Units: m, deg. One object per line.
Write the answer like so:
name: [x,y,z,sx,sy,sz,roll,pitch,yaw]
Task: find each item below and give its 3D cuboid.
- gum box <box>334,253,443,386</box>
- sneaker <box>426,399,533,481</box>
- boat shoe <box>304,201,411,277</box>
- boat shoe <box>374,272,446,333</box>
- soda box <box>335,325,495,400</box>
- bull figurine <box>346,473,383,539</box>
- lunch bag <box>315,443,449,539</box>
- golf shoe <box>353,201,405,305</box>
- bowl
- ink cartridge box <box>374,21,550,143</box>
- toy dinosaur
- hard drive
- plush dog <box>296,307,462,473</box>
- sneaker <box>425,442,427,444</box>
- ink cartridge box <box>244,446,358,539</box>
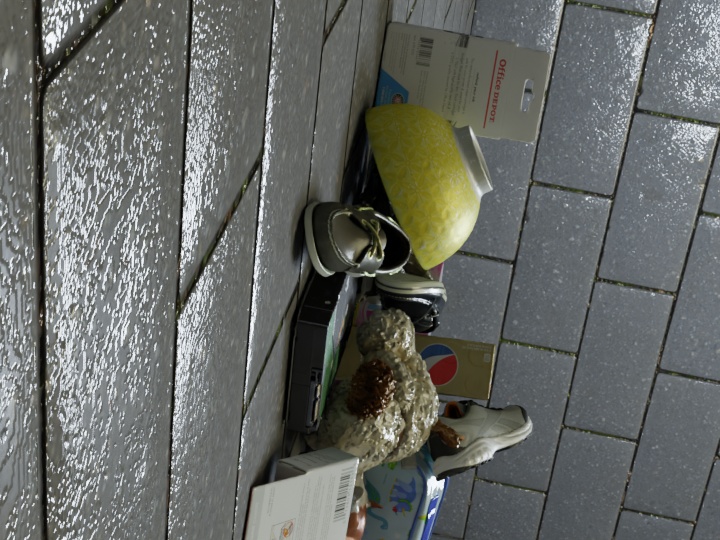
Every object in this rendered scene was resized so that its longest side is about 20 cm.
gum box: [0.033,0.074,1.824,0.066,0.112,0.201,92,10,-56]
sneaker: [0.141,0.183,1.697,0.200,0.074,0.080,-14,81,-57]
boat shoe: [-0.002,-0.030,1.390,0.202,0.060,0.073,15,70,-73]
boat shoe: [0.059,0.038,1.648,0.200,0.074,0.063,34,69,-76]
soda box: [0.059,0.109,1.712,0.064,0.198,0.068,43,55,-84]
bull figurine: [-0.039,0.293,1.583,0.201,0.065,0.122,-57,160,-27]
lunch bag: [0.015,0.285,1.717,0.082,0.160,0.202,-20,129,-59]
golf shoe: [0.000,0.000,1.671,0.088,0.077,0.200,-59,162,-20]
bowl: [0.091,-0.111,1.663,0.200,0.107,0.202,-20,90,-80]
ink cartridge box: [0.124,-0.228,1.743,0.067,0.198,0.117,-57,158,-77]
toy dinosaur: [0.024,-0.071,1.760,0.102,0.076,0.201,91,-21,-75]
hard drive: [-0.036,0.055,1.492,0.201,0.037,0.141,-73,171,-55]
plush dog: [0.012,0.164,1.551,0.171,0.160,0.201,-21,145,-57]
sneaker: [0.056,0.221,1.792,0.199,0.073,0.088,10,-102,59]
ink cartridge box: [-0.080,0.286,1.412,0.173,0.043,0.202,-4,106,-54]
